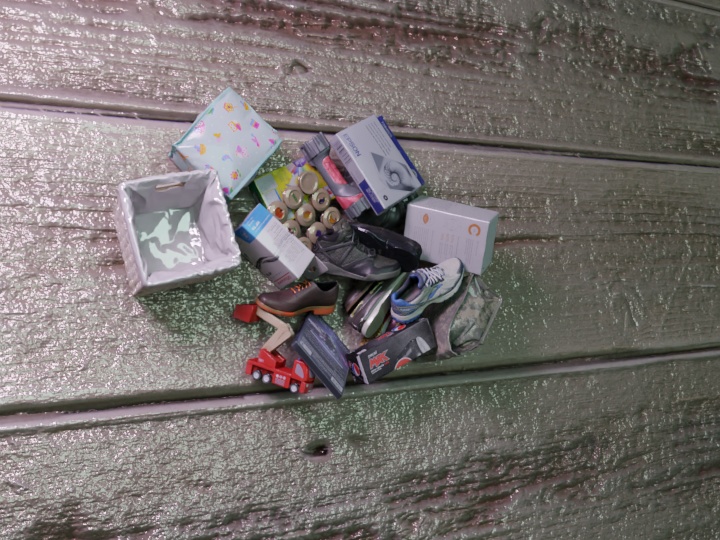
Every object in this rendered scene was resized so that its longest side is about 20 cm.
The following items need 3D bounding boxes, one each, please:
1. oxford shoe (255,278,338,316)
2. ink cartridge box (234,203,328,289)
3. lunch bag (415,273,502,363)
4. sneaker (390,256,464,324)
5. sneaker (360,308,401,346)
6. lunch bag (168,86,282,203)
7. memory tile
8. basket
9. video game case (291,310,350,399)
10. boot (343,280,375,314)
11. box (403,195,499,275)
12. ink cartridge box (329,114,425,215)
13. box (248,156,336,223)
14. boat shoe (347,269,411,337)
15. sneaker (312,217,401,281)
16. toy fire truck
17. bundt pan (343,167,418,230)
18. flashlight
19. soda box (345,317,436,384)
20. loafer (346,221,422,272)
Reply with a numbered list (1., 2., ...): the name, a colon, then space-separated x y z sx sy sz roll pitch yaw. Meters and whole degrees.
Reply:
1. oxford shoe: -0.132 0.049 1.486 0.197 0.071 0.074 -1 120 -41
2. ink cartridge box: -0.174 -0.034 1.483 0.199 0.116 0.068 43 63 -12
3. lunch bag: 0.212 0.127 1.620 0.117 0.163 0.202 39 63 -17
4. sneaker: 0.146 0.032 1.535 0.199 0.077 0.086 -39 141 -12
5. sneaker: 0.079 0.131 1.610 0.090 0.074 0.201 48 65 -23
6. lunch bag: -0.278 -0.263 1.482 0.170 0.122 0.201 42 68 -11
7. memory tile: -0.108 -0.101 1.551 0.153 0.017 0.202 -46 118 -23
8. basket: -0.361 -0.067 1.368 0.194 0.160 0.205 -14 84 -29
9. video game case: -0.075 0.167 1.465 0.019 0.200 0.144 -37 99 14
10. boot: 0.000 0.000 1.609 0.096 0.075 0.201 35 69 10
11. box: 0.206 -0.085 1.623 0.097 0.196 0.128 -35 136 -59
12. ink cartridge box: 0.052 -0.251 1.597 0.199 0.040 0.202 -36 91 -42
13. box: -0.140 -0.183 1.577 0.197 0.048 0.119 -28 92 -28
14. boat shoe: 0.049 0.053 1.564 0.060 0.072 0.202 29 66 25
15. sneaker: -0.006 -0.044 1.512 0.194 0.076 0.117 11 111 8
16. toy fire truck: -0.173 0.155 1.429 0.049 0.195 0.145 0 103 -68
17. bundt pan: 0.055 -0.196 1.667 0.197 0.075 0.208 7 74 -27
18. flashlight: -0.050 -0.211 1.568 0.067 0.068 0.203 -36 96 -35
19. soda box: 0.068 0.172 1.520 0.197 0.063 0.072 -25 98 -29
20. loafer: 0.044 -0.061 1.573 0.196 0.074 0.073 25 36 8
